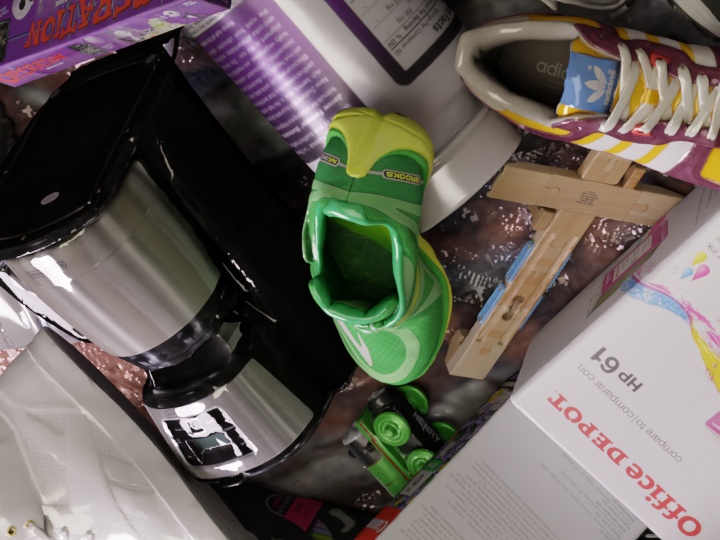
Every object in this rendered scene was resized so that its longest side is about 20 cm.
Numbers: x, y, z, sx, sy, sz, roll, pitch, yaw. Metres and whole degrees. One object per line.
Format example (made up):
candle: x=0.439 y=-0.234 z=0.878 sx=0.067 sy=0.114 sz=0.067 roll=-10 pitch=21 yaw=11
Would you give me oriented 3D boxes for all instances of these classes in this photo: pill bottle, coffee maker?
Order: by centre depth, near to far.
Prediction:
pill bottle: x=-0.010 y=-0.118 z=1.487 sx=0.111 sy=0.111 sz=0.200 roll=-37 pitch=100 yaw=27
coffee maker: x=-0.085 y=-0.015 z=1.534 sx=0.135 sy=0.192 sz=0.200 roll=10 pitch=147 yaw=53

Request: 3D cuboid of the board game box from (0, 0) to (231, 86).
board game box: x=-0.127 y=-0.171 z=1.455 sx=0.200 sy=0.032 sz=0.120 roll=-13 pitch=69 yaw=50

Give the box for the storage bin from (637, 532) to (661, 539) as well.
storage bin: x=0.188 y=0.233 z=1.541 sx=0.135 sy=0.200 sz=0.094 roll=3 pitch=115 yaw=15

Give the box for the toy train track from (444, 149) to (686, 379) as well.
toy train track: x=0.099 y=-0.020 z=1.543 sx=0.115 sy=0.033 sz=0.200 roll=9 pitch=131 yaw=-28

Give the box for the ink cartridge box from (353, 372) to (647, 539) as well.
ink cartridge box: x=0.059 y=0.164 z=1.571 sx=0.200 sy=0.050 sz=0.109 roll=-45 pitch=98 yaw=-9

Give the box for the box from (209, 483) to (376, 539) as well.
box: x=-0.090 y=0.193 z=1.646 sx=0.200 sy=0.122 sz=0.106 roll=12 pitch=117 yaw=10

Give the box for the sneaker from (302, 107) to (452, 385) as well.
sneaker: x=0.000 y=0.000 z=1.451 sx=0.074 sy=0.084 sz=0.200 roll=14 pitch=147 yaw=17

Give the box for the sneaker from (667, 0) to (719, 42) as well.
sneaker: x=0.166 y=-0.202 z=1.423 sx=0.079 sy=0.074 sz=0.200 roll=-22 pitch=106 yaw=18

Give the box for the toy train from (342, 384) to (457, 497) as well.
toy train: x=0.064 y=0.148 z=1.631 sx=0.200 sy=0.042 sz=0.056 roll=48 pitch=128 yaw=-9

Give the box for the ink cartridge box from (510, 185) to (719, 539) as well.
ink cartridge box: x=0.200 y=0.041 z=1.513 sx=0.145 sy=0.085 sz=0.200 roll=42 pitch=118 yaw=-8

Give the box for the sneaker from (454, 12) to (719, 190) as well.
sneaker: x=0.142 y=-0.083 z=1.407 sx=0.200 sy=0.090 sz=0.075 roll=10 pitch=93 yaw=26

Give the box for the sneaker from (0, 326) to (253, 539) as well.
sneaker: x=-0.144 y=0.141 z=1.563 sx=0.116 sy=0.074 sz=0.200 roll=-45 pitch=77 yaw=1

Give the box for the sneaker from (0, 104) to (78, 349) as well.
sneaker: x=-0.230 y=-0.034 z=1.607 sx=0.082 sy=0.075 sz=0.200 roll=-19 pitch=108 yaw=21

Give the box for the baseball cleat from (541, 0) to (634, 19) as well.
baseball cleat: x=0.070 y=-0.208 z=1.425 sx=0.200 sy=0.106 sz=0.070 roll=40 pitch=113 yaw=-7
